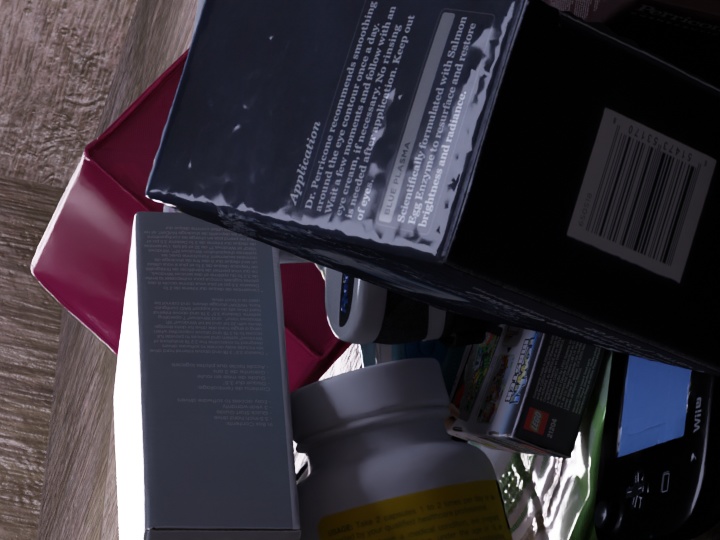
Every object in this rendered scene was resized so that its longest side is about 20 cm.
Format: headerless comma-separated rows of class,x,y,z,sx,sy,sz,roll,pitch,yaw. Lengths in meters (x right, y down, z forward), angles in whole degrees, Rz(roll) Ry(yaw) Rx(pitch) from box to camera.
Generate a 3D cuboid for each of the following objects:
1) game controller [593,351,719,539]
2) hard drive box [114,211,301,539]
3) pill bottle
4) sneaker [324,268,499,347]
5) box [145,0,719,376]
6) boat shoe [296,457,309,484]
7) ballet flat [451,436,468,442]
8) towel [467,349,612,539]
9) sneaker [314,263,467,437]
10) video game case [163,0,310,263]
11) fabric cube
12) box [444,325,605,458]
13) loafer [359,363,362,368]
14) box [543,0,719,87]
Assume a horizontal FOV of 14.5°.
game controller,0.144,0.029,1.286,0.104,0.042,0.201,135,145,-69
hard drive box,-0.081,0.095,1.442,0.156,0.077,0.200,101,167,-50
pill bottle,0.024,0.150,1.414,0.111,0.111,0.201,138,119,-71
sneaker,0.050,-0.060,1.403,0.073,0.112,0.201,-133,49,-60
box,0.051,-0.045,1.227,0.200,0.196,0.118,14,85,48
boat shoe,-0.023,0.156,1.547,0.062,0.075,0.200,-97,14,-51
ballet flat,0.043,0.090,1.657,0.046,0.067,0.201,-169,85,-66
towel,0.098,0.080,1.483,0.200,0.031,0.150,-114,36,-70
sneaker,0.000,0.000,1.538,0.130,0.079,0.201,-7,80,44
video game case,-0.040,-0.102,1.518,0.182,0.024,0.201,-2,77,55
fabric cube,-0.067,-0.035,1.811,0.196,0.200,0.199,-47,-3,-26
box,0.103,-0.005,1.449,0.110,0.035,0.201,180,109,-72
loafer,0.039,0.066,1.721,0.070,0.075,0.200,36,114,30
box,0.145,-0.123,1.296,0.200,0.100,0.075,141,139,-74
